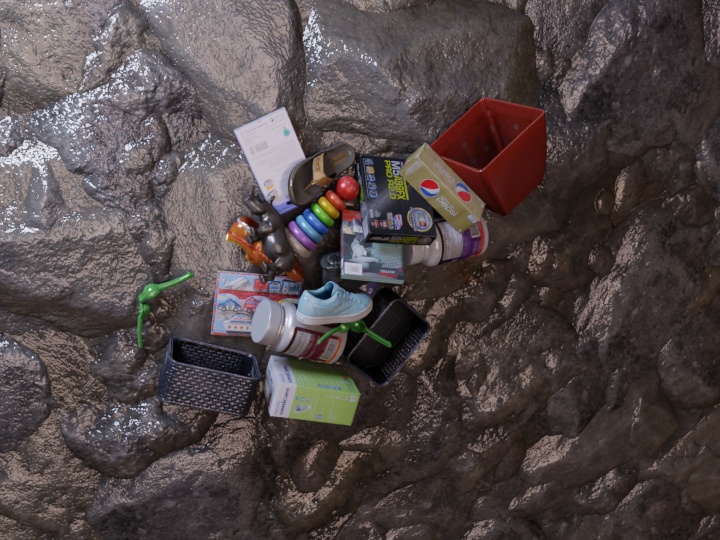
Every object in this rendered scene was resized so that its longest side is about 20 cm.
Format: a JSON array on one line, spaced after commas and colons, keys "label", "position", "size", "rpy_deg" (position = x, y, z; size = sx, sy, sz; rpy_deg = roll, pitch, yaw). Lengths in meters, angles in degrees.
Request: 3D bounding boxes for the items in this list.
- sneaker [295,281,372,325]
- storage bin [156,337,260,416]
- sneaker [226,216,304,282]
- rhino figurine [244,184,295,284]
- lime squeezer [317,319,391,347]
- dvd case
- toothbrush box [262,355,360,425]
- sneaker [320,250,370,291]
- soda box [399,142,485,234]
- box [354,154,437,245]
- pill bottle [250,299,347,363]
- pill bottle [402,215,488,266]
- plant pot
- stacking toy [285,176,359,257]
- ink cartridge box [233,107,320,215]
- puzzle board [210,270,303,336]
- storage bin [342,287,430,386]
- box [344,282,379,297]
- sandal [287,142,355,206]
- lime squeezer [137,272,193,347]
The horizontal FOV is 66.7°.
[{"label": "sneaker", "position": [-0.046, 0.065, 1.202], "size": [0.198, 0.074, 0.083], "rpy_deg": [-9, 124, -40]}, {"label": "storage bin", "position": [-0.331, 0.232, 1.200], "size": [0.197, 0.135, 0.095], "rpy_deg": [16, 100, -21]}, {"label": "sneaker", "position": [-0.208, -0.037, 1.218], "size": [0.199, 0.073, 0.077], "rpy_deg": [40, 108, -17]}, {"label": "rhino figurine", "position": [-0.193, -0.080, 1.143], "size": [0.087, 0.059, 0.203], "rpy_deg": [-19, 93, -35]}, {"label": "lime squeezer", "position": [-0.022, 0.139, 1.229], "size": [0.198, 0.038, 0.072], "rpy_deg": [8, 61, -36]}, {"label": "dvd case", "position": [0.024, -0.071, 1.227], "size": [0.144, 0.022, 0.203], "rpy_deg": [5, 63, -15]}, {"label": "toothbrush box", "position": [-0.118, 0.280, 1.289], "size": [0.197, 0.146, 0.087], "rpy_deg": [14, 102, -22]}, {"label": "sneaker", "position": [0.000, 0.000, 1.258], "size": [0.197, 0.076, 0.092], "rpy_deg": [-5, 126, -18]}, {"label": "soda box", "position": [0.182, -0.180, 1.208], "size": [0.200, 0.064, 0.068], "rpy_deg": [43, 46, -14]}, {"label": "box", "position": [0.076, -0.156, 1.214], "size": [0.158, 0.044, 0.203], "rpy_deg": [2, 64, -17]}, {"label": "pill bottle", "position": [-0.139, 0.137, 1.241], "size": [0.198, 0.114, 0.116], "rpy_deg": [19, 99, -32]}, {"label": "pill bottle", "position": [0.192, -0.072, 1.293], "size": [0.197, 0.111, 0.113], "rpy_deg": [-12, 109, -21]}, {"label": "plant pot", "position": [0.304, -0.246, 1.248], "size": [0.200, 0.199, 0.177], "rpy_deg": [-42, 128, -8]}, {"label": "stacking toy", "position": [-0.079, -0.125, 1.203], "size": [0.200, 0.086, 0.085], "rpy_deg": [-45, 114, 6]}, {"label": "ink cartridge box", "position": [-0.177, -0.230, 1.177], "size": [0.118, 0.042, 0.202], "rpy_deg": [-27, 110, -11]}, {"label": "puzzle board", "position": [-0.236, 0.082, 1.262], "size": [0.197, 0.017, 0.153], "rpy_deg": [5, 104, -19]}, {"label": "storage bin", "position": [0.056, 0.161, 1.339], "size": [0.135, 0.094, 0.201], "rpy_deg": [39, 91, -23]}, {"label": "box", "position": [0.017, -0.042, 1.300], "size": [0.120, 0.032, 0.202], "rpy_deg": [26, 95, -23]}, {"label": "sandal", "position": [-0.077, -0.212, 1.176], "size": [0.199, 0.054, 0.083], "rpy_deg": [-37, 116, -28]}, {"label": "lime squeezer", "position": [-0.448, 0.072, 1.179], "size": [0.201, 0.038, 0.070], "rpy_deg": [-54, 145, 3]}]
